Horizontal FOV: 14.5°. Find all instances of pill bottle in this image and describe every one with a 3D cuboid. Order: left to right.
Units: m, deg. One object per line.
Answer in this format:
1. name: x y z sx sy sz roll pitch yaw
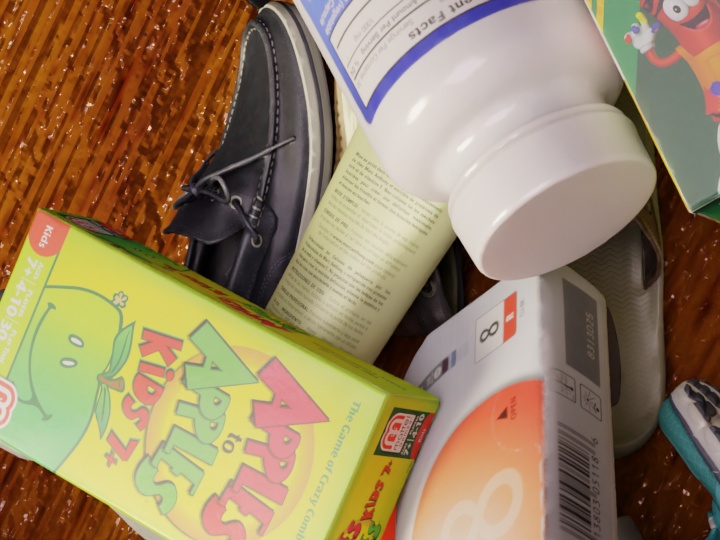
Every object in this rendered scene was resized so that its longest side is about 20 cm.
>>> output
1. pill bottle: 0.041 -0.100 1.169 0.112 0.112 0.200 -36 65 15

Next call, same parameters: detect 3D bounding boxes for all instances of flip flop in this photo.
1. flip flop: 0.098 -0.017 1.245 0.081 0.058 0.201 -6 86 -8

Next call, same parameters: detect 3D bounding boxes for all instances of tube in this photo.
1. tube: 0.000 0.000 1.245 0.058 0.052 0.201 24 103 -22

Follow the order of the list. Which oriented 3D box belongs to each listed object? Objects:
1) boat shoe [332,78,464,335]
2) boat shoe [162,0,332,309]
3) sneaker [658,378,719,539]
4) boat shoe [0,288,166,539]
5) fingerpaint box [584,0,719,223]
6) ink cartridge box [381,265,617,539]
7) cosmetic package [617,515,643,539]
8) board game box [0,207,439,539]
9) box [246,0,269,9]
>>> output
1. boat shoe: 0.024 -0.068 1.289 0.065 0.073 0.201 3 98 16
2. boat shoe: -0.055 -0.025 1.305 0.062 0.075 0.201 7 93 -22
3. sneaker: 0.173 0.142 1.216 0.079 0.077 0.201 -30 77 24
4. boat shoe: -0.108 0.078 1.330 0.199 0.074 0.060 30 60 14
5. fingerpaint box: 0.151 -0.104 1.169 0.073 0.200 0.167 -28 77 15
6. ink cartridge box: 0.023 0.106 1.202 0.200 0.050 0.163 -34 36 31
7. cosmetic package: 0.050 0.196 1.258 0.200 0.074 0.102 -30 78 15
8. board game box: -0.073 0.059 1.224 0.200 0.048 0.102 27 97 30
9. box: -0.017 -0.239 1.276 0.200 0.079 0.141 -41 41 14
